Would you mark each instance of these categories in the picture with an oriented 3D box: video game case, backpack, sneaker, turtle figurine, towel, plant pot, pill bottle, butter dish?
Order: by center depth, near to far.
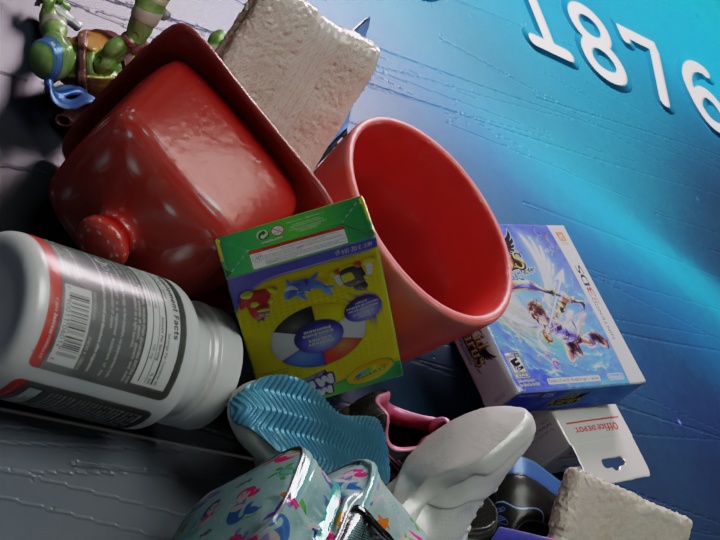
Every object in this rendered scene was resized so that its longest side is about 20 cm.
[{"bbox_3d":[-0.050,0.213,1.356,0.151,0.177,0.200,55,27,-5],"label":"backpack"},{"bbox_3d":[-0.189,0.050,1.395,0.200,0.116,0.116,20,43,-43],"label":"pill bottle"},{"bbox_3d":[-0.157,-0.048,1.476,0.200,0.200,0.148,51,42,-1],"label":"butter dish"},{"bbox_3d":[-0.052,0.135,1.485,0.200,0.081,0.077,34,46,-57],"label":"sneaker"},{"bbox_3d":[0.068,0.192,1.559,0.089,0.200,0.075,56,-12,-25],"label":"sneaker"},{"bbox_3d":[0.054,0.164,1.623,0.200,0.095,0.079,35,32,-29],"label":"sneaker"},{"bbox_3d":[-0.200,-0.218,1.630,0.194,0.144,0.200,7,56,-55],"label":"turtle figurine"},{"bbox_3d":[0.000,0.000,1.633,0.200,0.177,0.201,33,37,-29],"label":"plant pot"},{"bbox_3d":[-0.083,-0.134,1.649,0.132,0.200,0.034,29,6,-35],"label":"towel"},{"bbox_3d":[0.220,0.257,1.727,0.200,0.034,0.133,29,76,-46],"label":"towel"},{"bbox_3d":[0.182,0.235,1.755,0.200,0.070,0.078,26,51,-35],"label":"sneaker"},{"bbox_3d":[0.156,0.041,1.806,0.200,0.045,0.181,0,57,-48],"label":"video game case"}]

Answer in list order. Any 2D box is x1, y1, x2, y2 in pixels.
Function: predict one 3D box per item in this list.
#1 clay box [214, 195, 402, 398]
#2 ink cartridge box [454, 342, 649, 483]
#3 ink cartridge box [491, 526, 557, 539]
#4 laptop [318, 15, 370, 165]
[{"bbox_3d":[-0.034,0.038,1.478,0.200,0.115,0.048,77,-5,-49],"label":"clay box"},{"bbox_3d":[0.181,0.128,1.854,0.117,0.067,0.200,0,58,-51],"label":"ink cartridge box"},{"bbox_3d":[0.176,0.242,1.584,0.200,0.095,0.037,20,81,-46],"label":"ink cartridge box"},{"bbox_3d":[0.005,-0.100,1.808,0.200,0.116,0.187,49,32,-6],"label":"laptop"}]
